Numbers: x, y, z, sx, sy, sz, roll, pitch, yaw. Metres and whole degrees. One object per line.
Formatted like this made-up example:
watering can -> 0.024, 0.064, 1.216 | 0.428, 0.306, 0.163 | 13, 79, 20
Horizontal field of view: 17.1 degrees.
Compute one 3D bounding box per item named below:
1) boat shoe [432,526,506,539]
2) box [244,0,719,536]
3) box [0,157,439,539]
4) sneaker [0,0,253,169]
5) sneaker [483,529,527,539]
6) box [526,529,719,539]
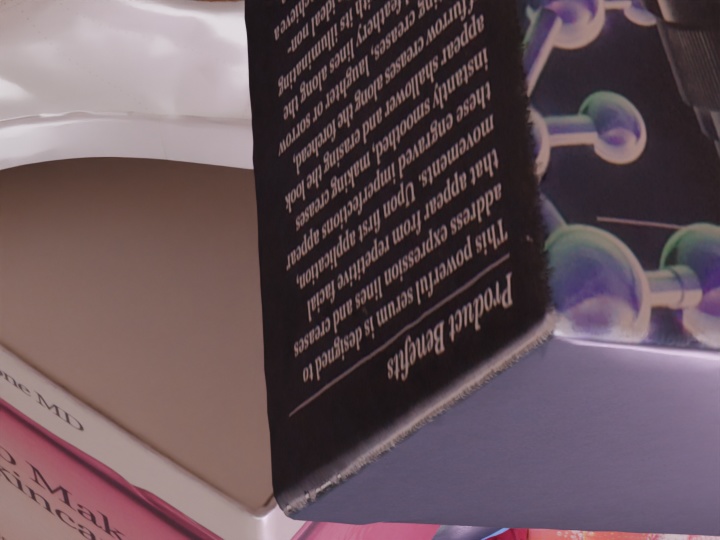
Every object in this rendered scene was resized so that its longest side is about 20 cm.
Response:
boat shoe -> -0.027, 0.089, 0.902 | 0.200, 0.084, 0.069 | -34, 146, 21
box -> 0.064, -0.058, 0.457 | 0.148, 0.201, 0.107 | 5, 158, -25
box -> -0.046, 0.038, 0.714 | 0.128, 0.109, 0.200 | 32, 157, 15
sneaker -> -0.084, -0.073, 0.605 | 0.199, 0.073, 0.085 | -2, 129, 10
sneaker -> -0.013, 0.129, 0.972 | 0.199, 0.081, 0.075 | -17, 147, 32
box -> 0.164, 0.065, 0.827 | 0.199, 0.103, 0.095 | 10, 124, 14
